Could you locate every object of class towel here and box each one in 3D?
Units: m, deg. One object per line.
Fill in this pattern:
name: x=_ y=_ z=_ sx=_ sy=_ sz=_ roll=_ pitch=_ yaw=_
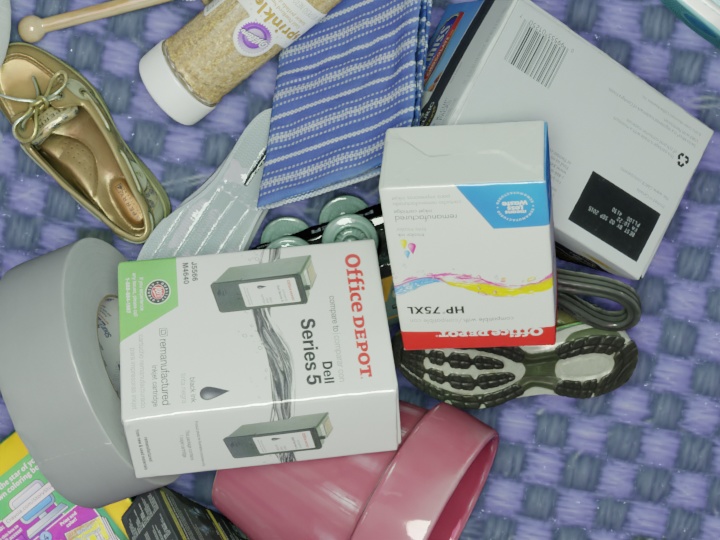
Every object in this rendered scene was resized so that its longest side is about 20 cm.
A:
towel: x=-0.012 y=-0.148 z=1.220 sx=0.144 sy=0.202 sz=0.024 roll=-17 pitch=141 yaw=30

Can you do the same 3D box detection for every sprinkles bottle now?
sprinkles bottle: x=-0.083 y=-0.199 z=1.255 sx=0.199 sy=0.068 sz=0.068 roll=-37 pitch=95 yaw=19

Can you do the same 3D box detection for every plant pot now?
plant pot: x=-0.011 y=0.174 z=1.266 sx=0.178 sy=0.200 sz=0.201 roll=27 pitch=96 yaw=14

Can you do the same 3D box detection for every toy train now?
toy train: x=0.000 y=0.000 z=1.296 sx=0.198 sy=0.085 sz=0.115 roll=-19 pitch=108 yaw=1

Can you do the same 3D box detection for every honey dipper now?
honey dipper: x=-0.182 y=-0.218 z=1.294 sx=0.198 sy=0.038 sz=0.038 roll=-14 pitch=96 yaw=5

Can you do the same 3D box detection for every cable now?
cable: x=0.123 y=-0.003 z=1.231 sx=0.198 sy=0.051 sz=0.098 roll=4 pitch=132 yaw=-4

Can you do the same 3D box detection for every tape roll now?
tape roll: x=-0.206 y=0.079 z=1.241 sx=0.066 sy=0.200 sz=0.202 roll=-19 pitch=96 yaw=15

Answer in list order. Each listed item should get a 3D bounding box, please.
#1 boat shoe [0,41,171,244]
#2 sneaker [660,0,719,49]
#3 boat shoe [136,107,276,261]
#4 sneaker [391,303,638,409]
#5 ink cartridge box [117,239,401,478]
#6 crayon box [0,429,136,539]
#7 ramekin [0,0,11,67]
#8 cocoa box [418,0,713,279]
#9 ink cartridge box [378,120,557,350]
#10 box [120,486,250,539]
boat shoe: x=-0.229 y=-0.105 z=1.292 sx=0.073 sy=0.063 sz=0.200 roll=-44 pitch=93 yaw=6
sneaker: x=0.335 y=-0.225 z=1.264 sx=0.199 sy=0.080 sz=0.131 roll=30 pitch=98 yaw=-12
boat shoe: x=-0.108 y=-0.042 z=1.285 sx=0.072 sy=0.062 sz=0.200 roll=39 pitch=87 yaw=5
sneaker: x=0.120 y=0.058 z=1.296 sx=0.198 sy=0.089 sz=0.078 roll=2 pitch=121 yaw=-8
ink cartridge box: x=-0.076 y=0.063 z=1.183 sx=0.198 sy=0.084 sz=0.146 roll=-6 pitch=52 yaw=-3
crayon box: x=-0.274 y=0.232 z=1.333 sx=0.199 sy=0.058 sz=0.173 roll=-38 pitch=93 yaw=4
ramekin: x=-0.372 y=-0.201 z=1.248 sx=0.198 sy=0.098 sz=0.203 roll=0 pitch=89 yaw=13
cocoa box: x=0.139 y=-0.101 z=1.219 sx=0.199 sy=0.131 sz=0.134 roll=30 pitch=86 yaw=-21
ink cartridge box: x=0.082 y=-0.008 z=1.144 sx=0.115 sy=0.068 sz=0.201 roll=-2 pitch=134 yaw=9
box: x=-0.090 y=0.259 z=1.236 sx=0.161 sy=0.200 sz=0.049 roll=35 pitch=98 yaw=-33
